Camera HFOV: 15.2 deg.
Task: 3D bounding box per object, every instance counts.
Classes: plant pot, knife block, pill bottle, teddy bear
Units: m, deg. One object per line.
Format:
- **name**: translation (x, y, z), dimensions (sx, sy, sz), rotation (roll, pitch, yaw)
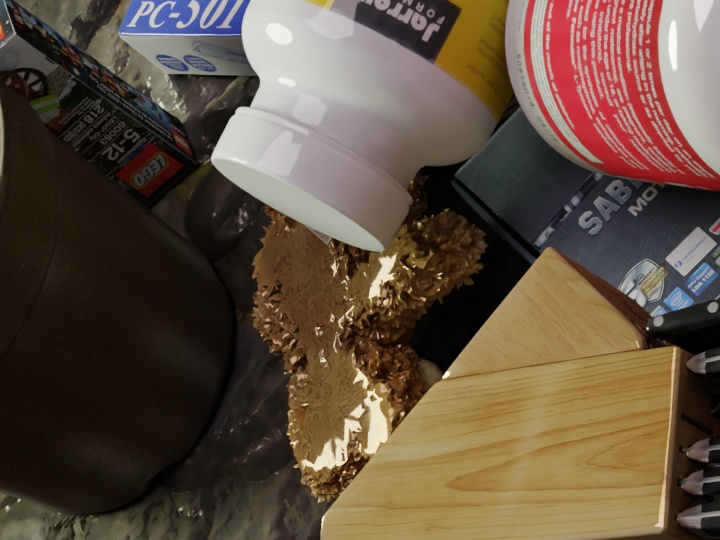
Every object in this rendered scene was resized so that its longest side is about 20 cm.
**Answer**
- **plant pot**: translation (-0.175, 0.014, 1.258), dimensions (0.200, 0.198, 0.200), rotation (-19, 57, 31)
- **knife block**: translation (0.100, 0.083, 0.962), dimensions (0.200, 0.064, 0.176), rotation (-50, 46, 9)
- **pill bottle**: translation (0.021, -0.114, 1.092), dimensions (0.112, 0.112, 0.200), rotation (19, 79, 45)
- **pill bottle**: translation (0.140, -0.084, 0.978), dimensions (0.112, 0.112, 0.200), rotation (-61, 21, -6)
- **teddy bear**: translation (0.000, 0.000, 1.177), dimensions (0.145, 0.067, 0.200), rotation (-44, 53, 32)

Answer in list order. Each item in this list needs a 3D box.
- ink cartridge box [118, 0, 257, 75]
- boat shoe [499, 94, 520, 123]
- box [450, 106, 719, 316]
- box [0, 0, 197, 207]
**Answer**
- **ink cartridge box**: translation (-0.024, -0.145, 1.337), dimensions (0.200, 0.044, 0.094), rotation (6, 68, 43)
- **boat shoe**: translation (0.034, -0.086, 1.221), dimensions (0.200, 0.072, 0.060), rotation (-30, 36, 27)
- **box**: translation (0.154, -0.059, 1.114), dimensions (0.200, 0.051, 0.158), rotation (-45, 43, 1)
- **box**: translation (-0.201, -0.034, 1.357), dimensions (0.200, 0.137, 0.038), rotation (-40, 44, 16)
